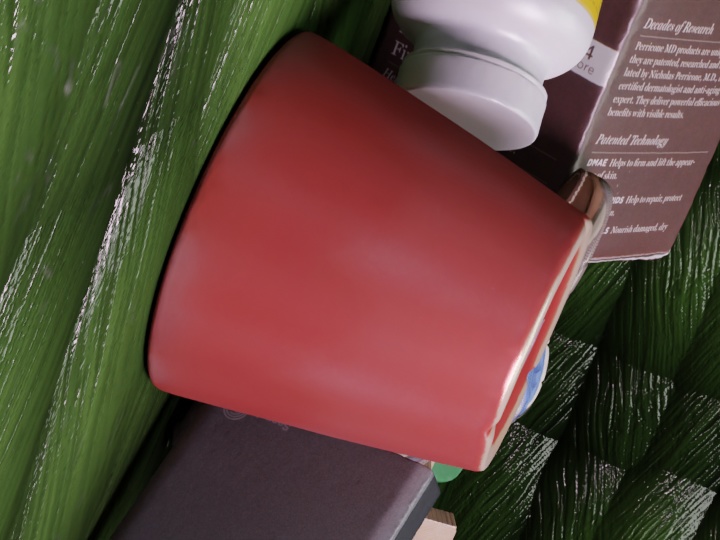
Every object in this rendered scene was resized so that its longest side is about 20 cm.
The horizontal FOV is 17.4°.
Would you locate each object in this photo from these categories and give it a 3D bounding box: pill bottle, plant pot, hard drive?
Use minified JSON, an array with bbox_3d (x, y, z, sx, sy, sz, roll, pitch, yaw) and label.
[{"bbox_3d":[0.080,-0.173,1.274,0.112,0.112,0.201,87,18,-73],"label":"pill bottle"},{"bbox_3d":[0.011,0.004,1.208,0.200,0.177,0.201,24,90,-83],"label":"plant pot"},{"bbox_3d":[-0.067,0.163,1.213,0.200,0.139,0.033,-56,150,-24],"label":"hard drive"}]

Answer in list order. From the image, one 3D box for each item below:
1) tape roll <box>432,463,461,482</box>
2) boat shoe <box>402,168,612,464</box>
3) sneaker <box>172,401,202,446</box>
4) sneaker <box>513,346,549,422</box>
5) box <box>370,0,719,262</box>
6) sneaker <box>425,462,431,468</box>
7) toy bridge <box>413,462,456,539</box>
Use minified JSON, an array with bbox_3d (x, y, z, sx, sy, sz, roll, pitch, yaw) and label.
[{"bbox_3d":[0.038,0.049,1.665,0.200,0.048,0.201,-3,90,-69],"label":"tape roll"},{"bbox_3d":[0.064,0.016,1.314,0.200,0.072,0.076,-51,-177,-10],"label":"boat shoe"},{"bbox_3d":[-0.039,0.029,1.343,0.200,0.075,0.115,-38,139,-40],"label":"sneaker"},{"bbox_3d":[0.074,0.011,1.600,0.089,0.078,0.201,-29,112,-60],"label":"sneaker"},{"bbox_3d":[0.124,-0.128,1.438,0.164,0.166,0.201,-4,121,-51],"label":"box"},{"bbox_3d":[-0.040,0.146,1.340,0.200,0.112,0.071,-50,124,-50],"label":"sneaker"},{"bbox_3d":[0.013,0.110,1.461,0.200,0.067,0.027,-102,-148,-63],"label":"toy bridge"}]
